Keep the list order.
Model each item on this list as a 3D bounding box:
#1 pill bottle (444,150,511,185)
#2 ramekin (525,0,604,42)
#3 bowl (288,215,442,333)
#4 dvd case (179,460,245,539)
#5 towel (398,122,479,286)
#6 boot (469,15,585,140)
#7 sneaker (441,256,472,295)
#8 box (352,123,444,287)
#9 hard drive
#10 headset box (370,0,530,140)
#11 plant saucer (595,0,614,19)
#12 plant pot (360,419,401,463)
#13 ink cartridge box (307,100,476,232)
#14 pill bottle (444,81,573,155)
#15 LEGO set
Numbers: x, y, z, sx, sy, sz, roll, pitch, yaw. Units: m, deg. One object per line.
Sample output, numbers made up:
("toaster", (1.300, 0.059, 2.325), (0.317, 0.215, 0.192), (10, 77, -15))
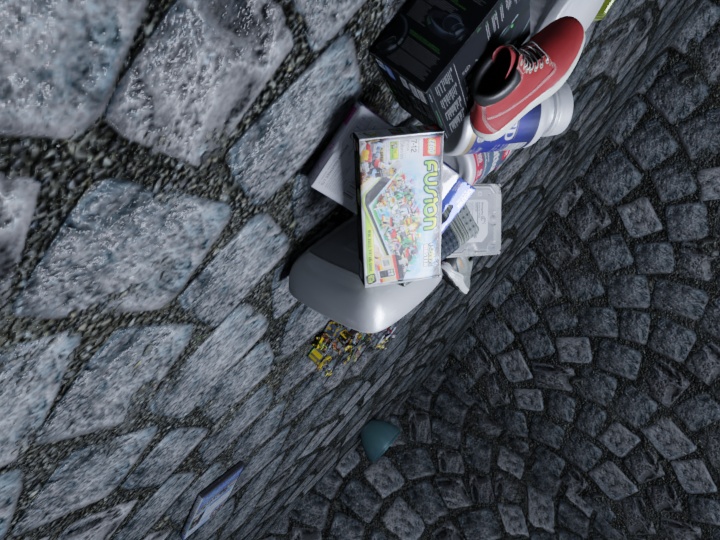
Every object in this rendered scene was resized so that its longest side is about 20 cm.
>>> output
("pill bottle", (0.193, -0.221, 1.110), (0.199, 0.119, 0.120), (-38, 161, -36))
("ramekin", (0.297, -0.411, 1.003), (0.202, 0.094, 0.203), (-45, 164, -17))
("bowl", (0.006, -0.009, 0.985), (0.199, 0.199, 0.075), (-37, 138, -36))
("dvd case", (-0.359, 0.557, 1.567), (0.142, 0.017, 0.201), (-31, 154, -50))
("towel", (0.072, -0.102, 0.953), (0.192, 0.202, 0.034), (-33, -172, -35))
("boot", (0.216, -0.269, 0.817), (0.200, 0.072, 0.144), (-46, 163, -2))
("sneaker", (0.206, -0.004, 1.349), (0.080, 0.074, 0.200), (-54, 163, 0))
("box", (0.049, -0.081, 0.830), (0.108, 0.035, 0.203), (-8, 118, -10))
("hard drive", (0.182, -0.095, 1.226), (0.198, 0.038, 0.142), (-3, 97, -30))
("headset box", (0.125, -0.292, 0.809), (0.201, 0.093, 0.174), (-51, 164, 5))
("plant saucer", (0.464, -0.552, 1.218), (0.199, 0.048, 0.201), (-28, 153, -52))
("plant pot", (0.076, 0.778, 3.026), (0.200, 0.134, 0.201), (-45, 163, -17))
("ink cartridge box", (0.043, -0.117, 0.852), (0.120, 0.199, 0.042), (-53, -156, 16))
("pill bottle", (0.213, -0.243, 0.977), (0.197, 0.121, 0.120), (-10, 148, -20))
("LEGO set", (-0.010, 0.165, 1.435), (0.155, 0.116, 0.199), (-57, 162, 25))
